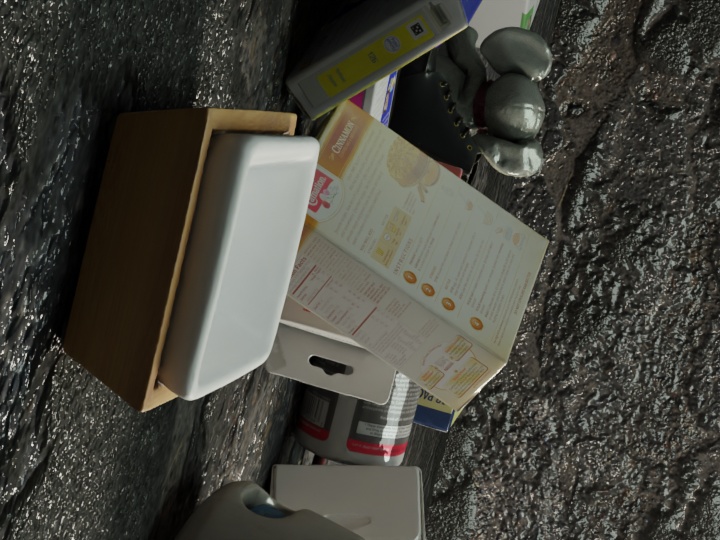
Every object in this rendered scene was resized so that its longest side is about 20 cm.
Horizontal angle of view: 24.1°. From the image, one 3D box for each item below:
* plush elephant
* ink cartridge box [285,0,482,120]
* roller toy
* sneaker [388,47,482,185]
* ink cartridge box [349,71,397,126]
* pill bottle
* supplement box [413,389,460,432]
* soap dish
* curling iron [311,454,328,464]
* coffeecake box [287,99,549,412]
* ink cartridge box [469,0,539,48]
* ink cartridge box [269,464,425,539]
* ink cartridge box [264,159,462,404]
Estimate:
[{"bbox_3d":[0.132,-0.176,1.794,0.200,0.154,0.166,14,91,-81],"label":"plush elephant"},{"bbox_3d":[0.056,-0.209,1.252,0.047,0.199,0.198,56,30,-16],"label":"ink cartridge box"},{"bbox_3d":[-0.084,0.257,1.237,0.183,0.139,0.201,-51,159,-43],"label":"roller toy"},{"bbox_3d":[0.079,-0.162,1.654,0.075,0.105,0.201,35,71,-80],"label":"sneaker"},{"bbox_3d":[0.001,-0.121,1.475,0.095,0.037,0.201,-60,160,-62],"label":"ink cartridge box"},{"bbox_3d":[0.011,0.080,1.619,0.111,0.110,0.202,-25,130,-78],"label":"pill bottle"},{"bbox_3d":[0.070,0.050,1.853,0.200,0.133,0.202,-30,134,-78],"label":"supplement box"},{"bbox_3d":[-0.091,-0.016,0.937,0.200,0.081,0.159,-21,125,-79],"label":"soap dish"},{"bbox_3d":[-0.058,0.230,1.725,0.049,0.025,0.201,-4,115,-58],"label":"curling iron"},{"bbox_3d":[0.029,-0.015,1.267,0.073,0.199,0.154,-49,-171,40],"label":"coffeecake box"},{"bbox_3d":[0.183,-0.381,2.005,0.145,0.083,0.201,92,16,-55],"label":"ink cartridge box"},{"bbox_3d":[-0.014,0.270,1.623,0.201,0.144,0.085,92,-2,-54],"label":"ink cartridge box"},{"bbox_3d":[0.000,0.000,1.375,0.067,0.116,0.201,143,-38,-84],"label":"ink cartridge box"}]
